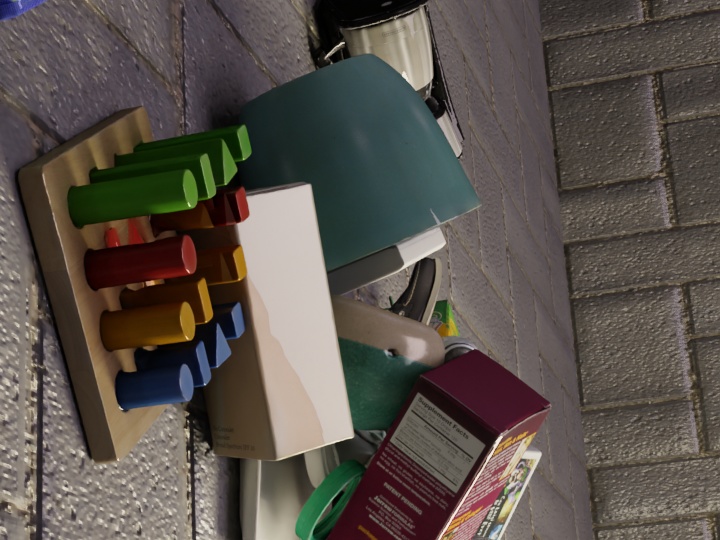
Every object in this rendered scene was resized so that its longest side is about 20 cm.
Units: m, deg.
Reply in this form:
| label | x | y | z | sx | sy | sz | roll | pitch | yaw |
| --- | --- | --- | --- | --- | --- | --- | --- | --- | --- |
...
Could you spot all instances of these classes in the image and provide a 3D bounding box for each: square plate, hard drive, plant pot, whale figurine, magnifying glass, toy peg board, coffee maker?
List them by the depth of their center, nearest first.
| label | x | y | z | sx | sy | sz | roll | pitch | yaw |
| --- | --- | --- | --- | --- | --- | --- | --- | --- | --- |
| toy peg board | -0.127 | -0.002 | 1.101 | 0.200 | 0.098 | 0.199 | -55 | 134 | -69 |
| square plate | -0.065 | 0.180 | 1.378 | 0.200 | 0.028 | 0.198 | 55 | 30 | -60 |
| magnifying glass | -0.010 | 0.208 | 1.397 | 0.080 | 0.022 | 0.200 | -52 | 163 | -5 |
| plant pot | -0.017 | -0.092 | 1.412 | 0.161 | 0.200 | 0.201 | 67 | 15 | -2 |
| whale figurine | -0.009 | 0.084 | 1.412 | 0.200 | 0.159 | 0.104 | -7 | -115 | 70 |
| hard drive | 0.000 | 0.000 | 1.524 | 0.027 | 0.132 | 0.200 | 67 | 15 | -1 |
| coffee maker | 0.039 | -0.220 | 1.800 | 0.192 | 0.135 | 0.200 | -75 | 153 | -59 |

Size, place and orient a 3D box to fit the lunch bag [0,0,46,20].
| label | x | y | z | sx | sy | sz | roll | pitch | yaw |
| --- | --- | --- | --- | --- | --- | --- | --- | --- | --- |
| lunch bag | -0.200 | -0.242 | 0.895 | 0.200 | 0.127 | 0.170 | -90 | 167 | -66 |

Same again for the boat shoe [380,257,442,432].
| label | x | y | z | sx | sy | sz | roll | pitch | yaw |
| --- | --- | --- | --- | --- | --- | --- | --- | --- | --- |
| boat shoe | 0.028 | 0.061 | 1.551 | 0.073 | 0.063 | 0.200 | 109 | 1 | -57 |

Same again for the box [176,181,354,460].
| label | x | y | z | sx | sy | sz | roll | pitch | yaw |
| --- | --- | --- | --- | --- | --- | --- | --- | --- | --- |
| box | -0.075 | 0.038 | 1.243 | 0.078 | 0.095 | 0.200 | -13 | 94 | -36 |

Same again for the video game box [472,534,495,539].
| label | x | y | z | sx | sy | sz | roll | pitch | yaw |
| --- | --- | --- | --- | --- | --- | --- | --- | --- | --- |
| video game box | 0.073 | 0.378 | 1.554 | 0.182 | 0.047 | 0.200 | -20 | 110 | -38 |

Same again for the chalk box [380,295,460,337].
| label | x | y | z | sx | sy | sz | roll | pitch | yaw |
| --- | --- | --- | --- | --- | --- | --- | --- | --- | --- |
| chalk box | 0.044 | 0.115 | 1.645 | 0.124 | 0.124 | 0.200 | 68 | 19 | -44 |

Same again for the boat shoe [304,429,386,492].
| label | x | y | z | sx | sy | sz | roll | pitch | yaw |
| --- | --- | --- | --- | --- | --- | --- | --- | --- | --- |
| boat shoe | 0.000 | 0.165 | 1.443 | 0.200 | 0.068 | 0.072 | 53 | 31 | -65 |

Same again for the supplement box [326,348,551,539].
| label | x | y | z | sx | sy | sz | roll | pitch | yaw |
| --- | --- | --- | --- | --- | --- | --- | --- | --- | --- |
| supplement box | 0.061 | 0.176 | 1.354 | 0.110 | 0.086 | 0.200 | -17 | 139 | -60 |

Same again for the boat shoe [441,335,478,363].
| label | x | y | z | sx | sy | sz | roll | pitch | yaw |
| --- | --- | --- | --- | --- | --- | --- | --- | --- | --- |
| boat shoe | 0.084 | 0.161 | 1.455 | 0.071 | 0.072 | 0.200 | -160 | -105 | -70 |

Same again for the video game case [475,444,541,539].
| label | x | y | z | sx | sy | sz | roll | pitch | yaw |
| --- | --- | --- | --- | --- | --- | --- | --- | --- | --- |
| video game case | 0.082 | 0.256 | 1.582 | 0.182 | 0.023 | 0.200 | 12 | 105 | -52 |
